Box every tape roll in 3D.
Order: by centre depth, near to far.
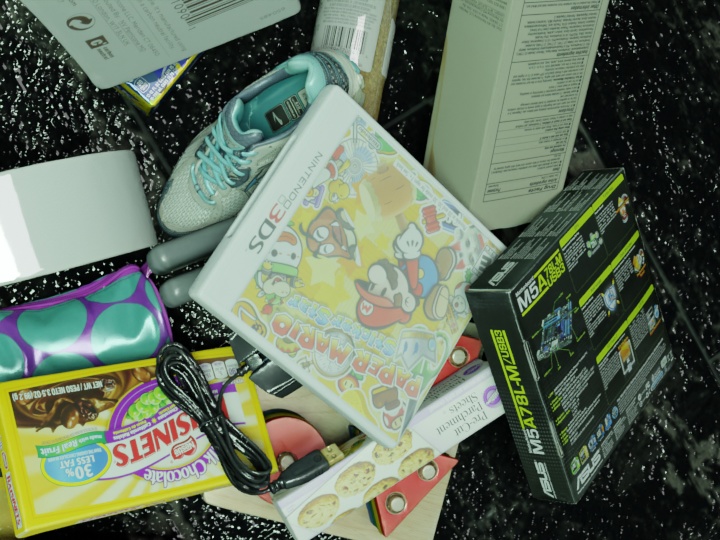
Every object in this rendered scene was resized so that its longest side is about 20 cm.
[{"bbox_3d":[-0.247,-0.027,0.811,0.201,0.202,0.071,-15,95,-13],"label":"tape roll"}]

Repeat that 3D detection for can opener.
[{"bbox_3d":[-0.071,-0.023,0.899,0.199,0.066,0.053,-23,88,-31],"label":"can opener"}]

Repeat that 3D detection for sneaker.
[{"bbox_3d":[-0.092,-0.099,0.879,0.200,0.086,0.078,-42,79,16],"label":"sneaker"}]

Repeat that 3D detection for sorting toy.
[{"bbox_3d":[-0.005,0.118,0.940,0.198,0.070,0.200,16,87,-14],"label":"sorting toy"}]

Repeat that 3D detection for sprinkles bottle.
[{"bbox_3d":[-0.002,-0.208,0.936,0.068,0.068,0.202,11,88,-14],"label":"sprinkles bottle"}]

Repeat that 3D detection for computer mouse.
[{"bbox_3d":[-0.037,0.072,0.854,0.199,0.046,0.141,-31,87,-26],"label":"computer mouse"}]

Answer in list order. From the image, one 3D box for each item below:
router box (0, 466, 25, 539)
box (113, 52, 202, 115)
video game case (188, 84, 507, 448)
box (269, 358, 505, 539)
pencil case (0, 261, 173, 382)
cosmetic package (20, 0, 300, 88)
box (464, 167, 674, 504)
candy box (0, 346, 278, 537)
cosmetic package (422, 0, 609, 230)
[{"bbox_3d":[-0.328,0.162,0.798,0.199,0.052,0.158,0,126,-35],"label":"router box"},{"bbox_3d":[-0.128,-0.220,0.908,0.070,0.064,0.200,39,83,-11],"label":"box"},{"bbox_3d":[0.000,0.000,0.839,0.200,0.023,0.183,41,72,-27],"label":"video game case"},{"bbox_3d":[0.024,0.137,0.891,0.199,0.039,0.042,-30,99,-11],"label":"box"},{"bbox_3d":[-0.243,0.055,0.872,0.198,0.085,0.093,-13,108,-14],"label":"pencil case"},{"bbox_3d":[-0.159,-0.269,0.796,0.164,0.165,0.201,-20,68,5],"label":"cosmetic package"},{"bbox_3d":[0.175,0.048,0.926,0.200,0.047,0.194,-42,119,-40],"label":"box"},{"bbox_3d":[-0.157,0.116,0.824,0.199,0.026,0.103,-7,76,-38],"label":"candy box"},{"bbox_3d":[0.117,-0.137,0.908,0.105,0.071,0.201,-10,125,-33],"label":"cosmetic package"}]
